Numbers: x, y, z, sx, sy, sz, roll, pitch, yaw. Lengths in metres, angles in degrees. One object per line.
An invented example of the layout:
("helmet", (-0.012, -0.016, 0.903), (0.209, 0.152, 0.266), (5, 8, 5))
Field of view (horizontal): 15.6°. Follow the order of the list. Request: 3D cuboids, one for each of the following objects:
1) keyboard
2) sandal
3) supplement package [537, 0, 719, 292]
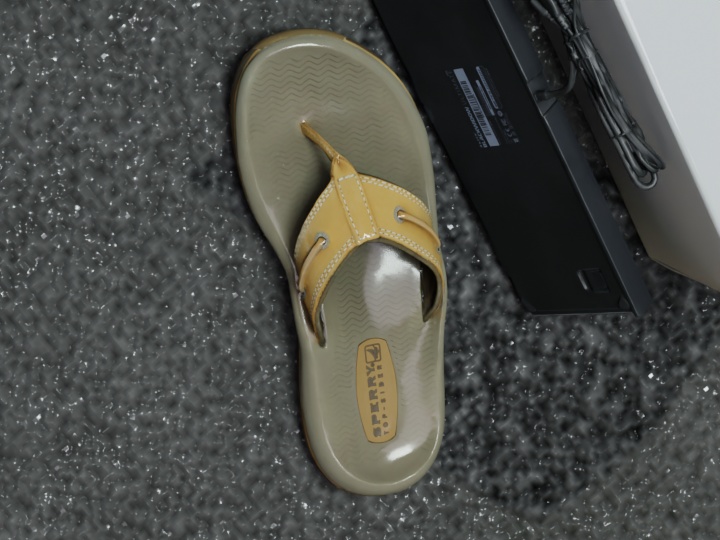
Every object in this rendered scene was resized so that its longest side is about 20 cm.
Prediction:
("keyboard", (0.066, -0.070, 1.036), (0.021, 0.127, 0.201), (-37, 109, -30))
("sandal", (0.000, 0.000, 1.065), (0.080, 0.054, 0.201), (-12, 103, -11))
("supplement package", (0.145, -0.106, 1.044), (0.121, 0.120, 0.201), (-28, 106, -9))
